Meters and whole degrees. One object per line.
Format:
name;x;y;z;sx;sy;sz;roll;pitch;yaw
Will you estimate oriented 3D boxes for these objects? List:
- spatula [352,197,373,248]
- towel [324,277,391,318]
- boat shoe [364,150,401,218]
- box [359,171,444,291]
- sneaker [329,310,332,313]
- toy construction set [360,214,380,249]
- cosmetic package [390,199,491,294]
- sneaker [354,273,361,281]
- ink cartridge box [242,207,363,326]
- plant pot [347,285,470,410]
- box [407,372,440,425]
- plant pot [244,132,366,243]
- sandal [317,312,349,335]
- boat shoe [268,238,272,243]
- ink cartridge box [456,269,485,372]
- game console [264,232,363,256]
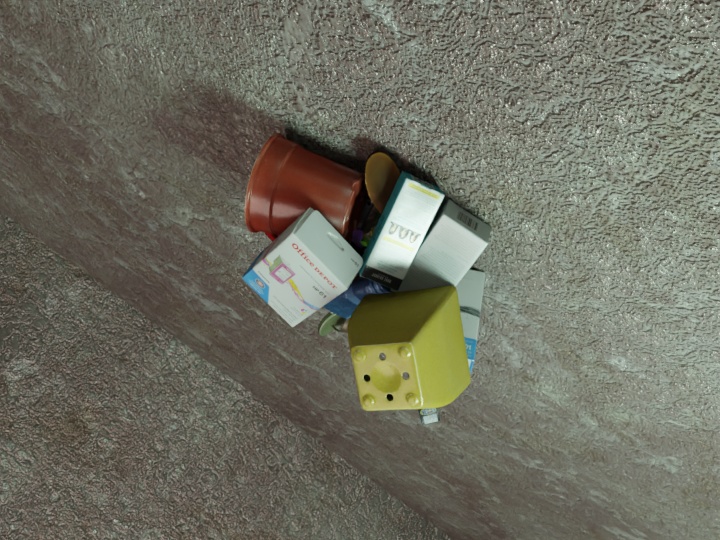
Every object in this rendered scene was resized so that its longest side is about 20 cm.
spatula;0.000;-0.103;1.437;0.056;0.021;0.200;33;154;1
towel;0.000;0.061;1.512;0.198;0.049;0.111;-15;149;41
boat shoe;0.056;-0.134;1.252;0.069;0.071;0.203;-19;115;4
box;0.072;-0.071;1.216;0.081;0.203;0.049;21;-161;-15
sneaker;-0.093;0.048;1.699;0.198;0.113;0.071;-4;138;51
toy construction set;0.073;-0.037;1.397;0.130;0.092;0.202;8;134;51
cosmetic package;0.151;-0.020;1.254;0.101;0.072;0.201;32;123;-2
sneaker;0.000;0.000;1.531;0.103;0.077;0.200;19;169;8
ink cartridge box;-0.110;-0.002;1.245;0.144;0.085;0.199;44;135;-11
plant pot;0.076;0.156;1.193;0.192;0.200;0.198;-7;101;21
box;0.127;0.222;1.451;0.043;0.162;0.201;-13;142;4
plant pot;-0.098;-0.144;1.300;0.192;0.203;0.202;17;152;10
sandal;-0.018;0.124;1.690;0.198;0.058;0.080;-21;153;8
boat shoe;-0.147;-0.030;1.612;0.199;0.072;0.066;39;159;-12
ink cartridge box;0.202;0.117;1.380;0.084;0.203;0.147;10;151;8
game console;-0.093;-0.056;1.412;0.200;0.175;0.031;44;124;31
